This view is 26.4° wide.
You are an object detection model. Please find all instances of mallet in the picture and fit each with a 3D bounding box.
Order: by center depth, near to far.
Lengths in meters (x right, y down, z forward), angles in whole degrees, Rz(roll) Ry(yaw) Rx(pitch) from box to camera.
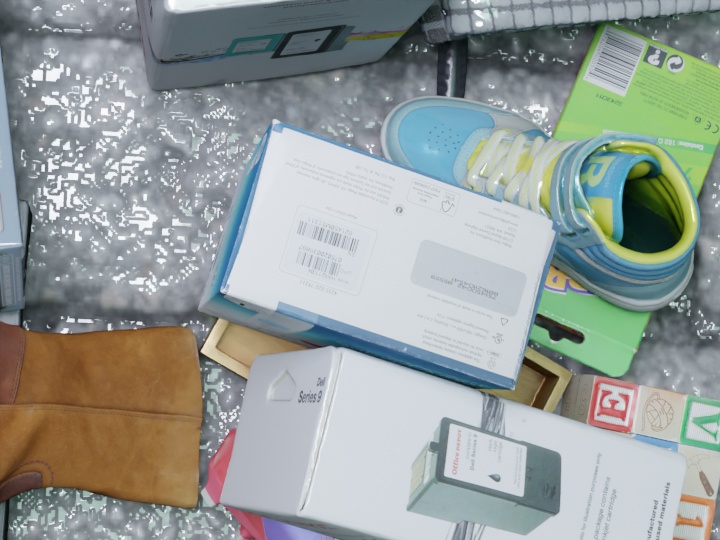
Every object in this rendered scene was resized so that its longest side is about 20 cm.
[{"bbox_3d":[0.049,-0.181,0.924,0.065,0.041,0.203,10,89,-10],"label":"mallet"}]

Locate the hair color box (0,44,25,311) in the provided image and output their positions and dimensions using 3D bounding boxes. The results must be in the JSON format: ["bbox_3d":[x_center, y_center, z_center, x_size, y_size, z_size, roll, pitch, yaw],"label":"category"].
[{"bbox_3d":[-0.215,-0.087,0.803,0.060,0.099,0.202,-5,72,-13],"label":"hair color box"}]

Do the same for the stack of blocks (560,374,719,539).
[{"bbox_3d":[0.166,0.171,0.907,0.114,0.059,0.203,11,85,-8],"label":"stack of blocks"}]

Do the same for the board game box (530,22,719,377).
[{"bbox_3d":[0.150,-0.043,0.919,0.095,0.030,0.202,23,76,5],"label":"board game box"}]

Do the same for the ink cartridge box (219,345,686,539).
[{"bbox_3d":[0.042,0.109,0.794,0.198,0.146,0.085,19,78,-18],"label":"ink cartridge box"}]

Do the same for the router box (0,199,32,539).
[{"bbox_3d":[-0.264,0.057,0.848,0.147,0.051,0.203,4,85,-10],"label":"router box"}]

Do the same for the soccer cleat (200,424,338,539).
[{"bbox_3d":[-0.005,0.163,0.870,0.076,0.067,0.200,-42,92,12],"label":"soccer cleat"}]

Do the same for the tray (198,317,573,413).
[{"bbox_3d":[0.015,0.054,0.902,0.199,0.037,0.099,30,82,-7],"label":"tray"}]

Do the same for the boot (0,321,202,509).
[{"bbox_3d":[-0.177,0.117,0.821,0.199,0.068,0.191,9,75,-42],"label":"boot"}]

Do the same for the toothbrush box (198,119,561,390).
[{"bbox_3d":[0.000,0.000,0.785,0.145,0.200,0.086,19,84,-8],"label":"toothbrush box"}]

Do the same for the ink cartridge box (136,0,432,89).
[{"bbox_3d":[-0.049,-0.193,0.816,0.144,0.200,0.149,-9,88,-11],"label":"ink cartridge box"}]

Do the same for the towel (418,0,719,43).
[{"bbox_3d":[0.117,-0.222,0.883,0.198,0.085,0.168,-10,96,-24],"label":"towel"}]

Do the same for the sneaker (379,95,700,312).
[{"bbox_3d":[0.102,-0.055,0.843,0.198,0.131,0.080,26,79,7],"label":"sneaker"}]
